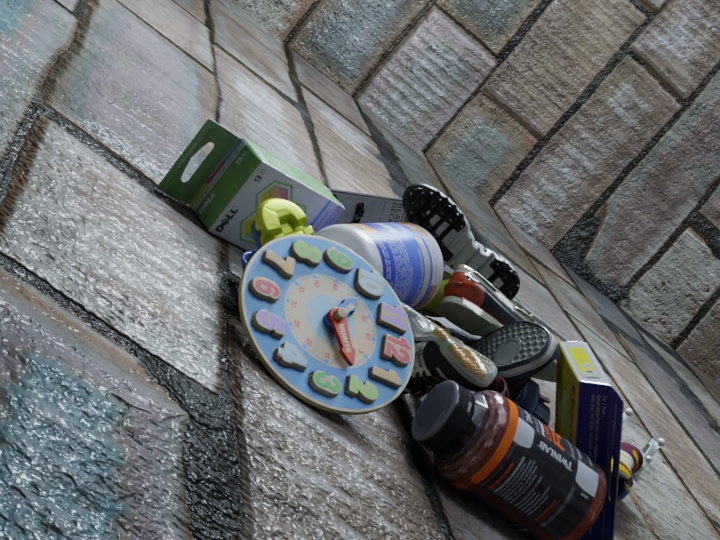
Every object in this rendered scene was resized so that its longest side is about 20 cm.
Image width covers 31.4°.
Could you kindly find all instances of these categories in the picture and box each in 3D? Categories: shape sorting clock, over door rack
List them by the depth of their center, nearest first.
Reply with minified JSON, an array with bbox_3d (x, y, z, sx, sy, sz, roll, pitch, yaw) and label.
[{"bbox_3d":[-0.029,0.049,1.265,0.200,0.039,0.200,23,48,-28],"label":"shape sorting clock"},{"bbox_3d":[0.411,0.241,2.039,0.148,0.067,0.200,43,12,11],"label":"over door rack"}]

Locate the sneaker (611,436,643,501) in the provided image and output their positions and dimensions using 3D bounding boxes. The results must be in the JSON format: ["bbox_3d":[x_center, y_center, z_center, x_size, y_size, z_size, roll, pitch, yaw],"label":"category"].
[{"bbox_3d":[0.328,0.270,1.693,0.200,0.075,0.090,15,35,-50],"label":"sneaker"}]

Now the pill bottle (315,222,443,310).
[{"bbox_3d":[0.000,0.000,1.500,0.112,0.112,0.200,46,27,26],"label":"pill bottle"}]

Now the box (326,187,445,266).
[{"bbox_3d":[0.012,-0.060,1.702,0.200,0.060,0.117,10,-10,38],"label":"box"}]

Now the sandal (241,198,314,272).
[{"bbox_3d":[-0.062,0.025,1.348,0.079,0.087,0.200,-16,73,-44],"label":"sandal"}]

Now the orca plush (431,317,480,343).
[{"bbox_3d":[0.122,0.068,1.766,0.200,0.105,0.071,17,-29,1],"label":"orca plush"}]

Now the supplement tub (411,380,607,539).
[{"bbox_3d":[0.149,0.193,1.308,0.200,0.107,0.107,36,13,-20],"label":"supplement tub"}]

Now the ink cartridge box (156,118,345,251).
[{"bbox_3d":[-0.124,-0.083,1.484,0.200,0.104,0.059,28,16,-44],"label":"ink cartridge box"}]

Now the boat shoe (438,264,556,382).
[{"bbox_3d":[0.185,0.069,1.585,0.200,0.071,0.063,34,55,-16],"label":"boat shoe"}]

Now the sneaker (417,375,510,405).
[{"bbox_3d":[0.158,0.168,1.485,0.200,0.082,0.070,30,14,-42],"label":"sneaker"}]

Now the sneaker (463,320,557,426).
[{"bbox_3d":[0.199,0.138,1.541,0.146,0.077,0.202,40,-31,-19],"label":"sneaker"}]

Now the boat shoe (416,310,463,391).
[{"bbox_3d":[0.071,0.092,1.553,0.072,0.072,0.200,34,3,-7],"label":"boat shoe"}]

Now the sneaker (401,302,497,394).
[{"bbox_3d":[0.076,0.106,1.400,0.076,0.088,0.200,33,-1,-26],"label":"sneaker"}]

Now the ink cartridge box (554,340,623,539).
[{"bbox_3d":[0.248,0.201,1.425,0.047,0.198,0.200,2,14,2],"label":"ink cartridge box"}]

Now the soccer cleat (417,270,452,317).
[{"bbox_3d":[0.043,0.016,1.638,0.200,0.065,0.084,20,12,29],"label":"soccer cleat"}]

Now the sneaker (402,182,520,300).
[{"bbox_3d":[0.118,-0.040,1.630,0.200,0.066,0.091,43,6,-21],"label":"sneaker"}]
